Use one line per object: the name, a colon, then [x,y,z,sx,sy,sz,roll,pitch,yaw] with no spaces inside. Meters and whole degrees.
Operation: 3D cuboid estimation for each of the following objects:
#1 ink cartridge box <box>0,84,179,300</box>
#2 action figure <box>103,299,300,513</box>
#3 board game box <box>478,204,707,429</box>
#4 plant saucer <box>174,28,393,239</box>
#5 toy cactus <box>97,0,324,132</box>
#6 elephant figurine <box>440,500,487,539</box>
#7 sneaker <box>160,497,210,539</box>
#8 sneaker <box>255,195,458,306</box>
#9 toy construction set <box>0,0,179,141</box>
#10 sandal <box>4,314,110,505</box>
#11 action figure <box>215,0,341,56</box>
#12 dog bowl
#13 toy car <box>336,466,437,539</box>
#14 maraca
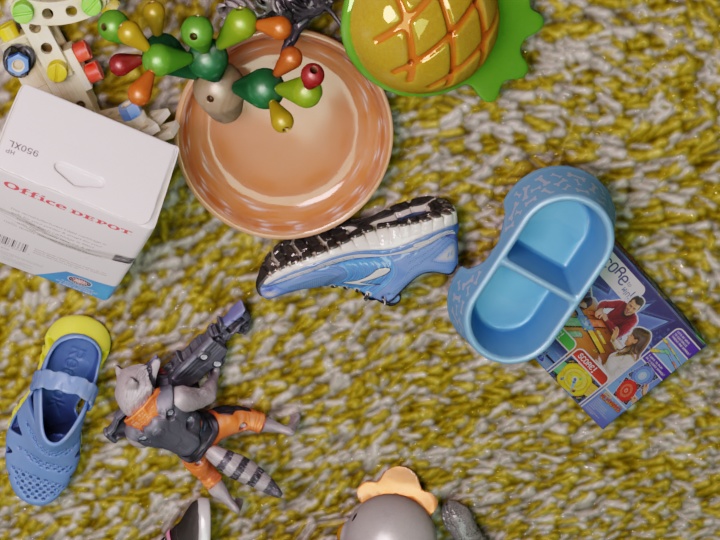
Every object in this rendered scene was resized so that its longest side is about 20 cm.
ink cartridge box: [-0.254,-0.062,1.411,0.144,0.085,0.200,21,156,-13]
action figure: [-0.147,0.134,1.561,0.193,0.105,0.200,30,113,-27]
board game box: [0.223,0.044,1.581,0.135,0.035,0.200,-40,111,12]
plant saucer: [-0.070,-0.127,1.482,0.198,0.038,0.202,-1,114,-3]
toy cactus: [-0.122,-0.158,1.358,0.198,0.165,0.103,8,74,6]
elephant figurine: [0.137,0.361,1.653,0.142,0.155,0.201,-47,128,-20]
sneaker: [-0.215,0.307,1.647,0.098,0.071,0.201,15,118,-15]
sneaker: [0.000,0.000,1.522,0.198,0.079,0.090,-13,112,2]
toy construction set: [-0.239,-0.185,1.420,0.130,0.092,0.201,-23,103,6]
sandal: [-0.296,0.144,1.563,0.079,0.087,0.201,12,115,-12]
action figure: [-0.094,-0.256,1.379,0.198,0.102,0.120,21,92,-7]
dog bowl: [0.161,0.000,1.511,0.111,0.050,0.201,28,108,-15]
toy car: [0.007,0.294,1.637,0.175,0.184,0.202,8,75,13]
maraca: [0.072,-0.214,1.419,0.199,0.107,0.138,9,111,-31]
